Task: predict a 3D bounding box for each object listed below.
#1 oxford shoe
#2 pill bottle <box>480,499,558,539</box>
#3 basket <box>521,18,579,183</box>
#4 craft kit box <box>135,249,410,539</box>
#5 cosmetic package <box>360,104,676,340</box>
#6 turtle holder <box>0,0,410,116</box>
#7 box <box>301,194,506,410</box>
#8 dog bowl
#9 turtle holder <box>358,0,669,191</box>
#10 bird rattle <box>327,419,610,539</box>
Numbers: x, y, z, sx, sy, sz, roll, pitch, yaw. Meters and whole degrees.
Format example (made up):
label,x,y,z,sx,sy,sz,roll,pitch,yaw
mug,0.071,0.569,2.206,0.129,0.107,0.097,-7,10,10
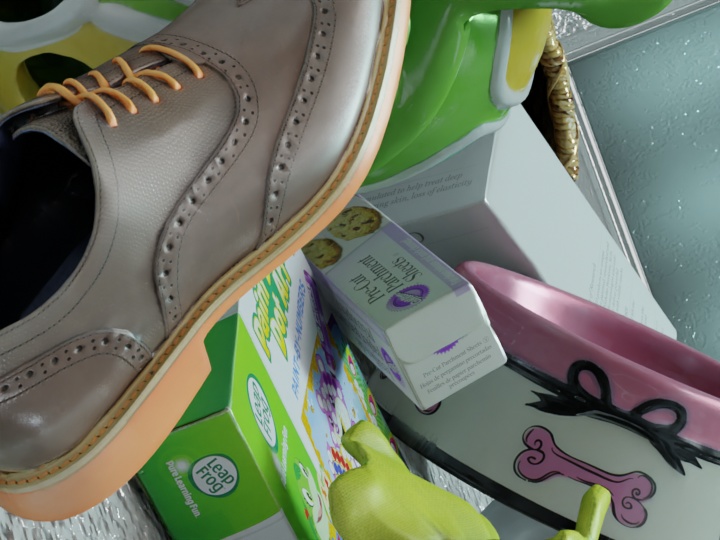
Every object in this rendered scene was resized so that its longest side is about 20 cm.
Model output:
label,x,y,z,sx,sy,sz,roll,pitch,yaw
oxford shoe,-0.051,-0.033,0.631,0.200,0.071,0.073,-61,140,-22
pill bottle,0.118,0.160,1.246,0.200,0.112,0.112,15,54,-77
basket,0.037,-0.094,1.238,0.149,0.142,0.200,-94,160,-59
craft kit box,-0.021,0.085,0.876,0.200,0.048,0.198,-91,155,-62
cosmetic package,0.065,0.011,1.168,0.200,0.113,0.081,48,39,-38
turtle holder,-0.076,-0.086,0.745,0.132,0.141,0.186,0,108,-63
box,0.000,0.000,0.967,0.039,0.041,0.200,64,-9,-24
dog bowl,0.104,0.062,1.030,0.200,0.074,0.200,23,7,-3
turtle holder,0.012,-0.107,0.861,0.132,0.185,0.141,-2,59,-51
bird rattle,0.034,0.150,0.783,0.113,0.163,0.200,28,-25,42
